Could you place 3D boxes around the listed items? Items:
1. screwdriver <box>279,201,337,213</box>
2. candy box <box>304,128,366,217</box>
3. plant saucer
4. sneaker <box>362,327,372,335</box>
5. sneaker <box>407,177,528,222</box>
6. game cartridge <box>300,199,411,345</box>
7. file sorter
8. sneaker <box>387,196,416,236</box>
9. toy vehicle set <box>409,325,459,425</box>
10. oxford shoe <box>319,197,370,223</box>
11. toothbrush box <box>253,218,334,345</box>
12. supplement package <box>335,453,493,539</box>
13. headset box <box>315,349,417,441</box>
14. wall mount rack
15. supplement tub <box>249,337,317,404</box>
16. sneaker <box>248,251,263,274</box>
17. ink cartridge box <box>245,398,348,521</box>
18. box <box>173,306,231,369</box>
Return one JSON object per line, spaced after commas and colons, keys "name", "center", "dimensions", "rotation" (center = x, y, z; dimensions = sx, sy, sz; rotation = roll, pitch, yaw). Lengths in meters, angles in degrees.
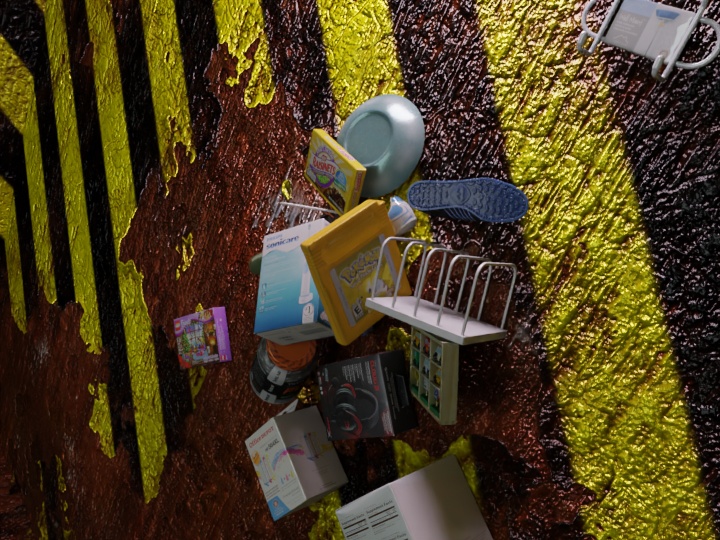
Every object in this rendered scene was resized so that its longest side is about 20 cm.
{"name": "screwdriver", "center": [-0.055, -0.112, 1.113], "dimensions": [0.029, 0.197, 0.028], "rotation": [-141, 60, -79]}
{"name": "candy box", "center": [-0.052, -0.185, 1.109], "dimensions": [0.200, 0.026, 0.103], "rotation": [50, 131, 47]}
{"name": "plant saucer", "center": [0.023, -0.238, 1.087], "dimensions": [0.199, 0.039, 0.204], "rotation": [-7, 77, 31]}
{"name": "sneaker", "center": [-0.072, 0.082, 1.159], "dimensions": [0.199, 0.078, 0.071], "rotation": [29, 136, 28]}
{"name": "sneaker", "center": [0.179, -0.117, 0.967], "dimensions": [0.198, 0.078, 0.071], "rotation": [10, 96, 20]}
{"name": "game cartridge", "center": [0.000, 0.000, 1.005], "dimensions": [0.032, 0.176, 0.202], "rotation": [18, 135, 48]}
{"name": "file sorter", "center": [0.134, 0.026, 0.961], "dimensions": [0.199, 0.138, 0.126], "rotation": [19, 101, 40]}
{"name": "sneaker", "center": [0.021, -0.063, 1.102], "dimensions": [0.200, 0.072, 0.073], "rotation": [-39, 77, 30]}
{"name": "toy vehicle set", "center": [0.119, 0.164, 0.972], "dimensions": [0.200, 0.026, 0.126], "rotation": [-161, 72, -81]}
{"name": "oxford shoe", "center": [-0.035, -0.117, 1.152], "dimensions": [0.071, 0.072, 0.202], "rotation": [26, 108, 40]}
{"name": "toothbrush box", "center": [-0.108, 0.023, 1.081], "dimensions": [0.145, 0.085, 0.202], "rotation": [-14, 62, 30]}
{"name": "supplement package", "center": [0.099, 0.446, 0.968], "dimensions": [0.147, 0.190, 0.202], "rotation": [-39, 66, 35]}
{"name": "headset box", "center": [0.015, 0.238, 1.116], "dimensions": [0.199, 0.075, 0.151], "rotation": [-18, 79, 42]}
{"name": "wall mount rack", "center": [0.381, -0.353, 0.763], "dimensions": [0.200, 0.074, 0.175], "rotation": [37, 115, 34]}
{"name": "supplement tub", "center": [-0.157, 0.188, 1.198], "dimensions": [0.123, 0.121, 0.200], "rotation": [64, 153, 20]}
{"name": "sneaker", "center": [-0.175, -0.002, 1.286], "dimensions": [0.199, 0.067, 0.091], "rotation": [-20, 73, 38]}
{"name": "ink cartridge box", "center": [-0.142, 0.389, 1.231], "dimensions": [0.128, 0.124, 0.201], "rotation": [-43, 64, 34]}
{"name": "box", "center": [-0.417, 0.180, 1.533], "dimensions": [0.199, 0.039, 0.139], "rotation": [-17, 79, 42]}
